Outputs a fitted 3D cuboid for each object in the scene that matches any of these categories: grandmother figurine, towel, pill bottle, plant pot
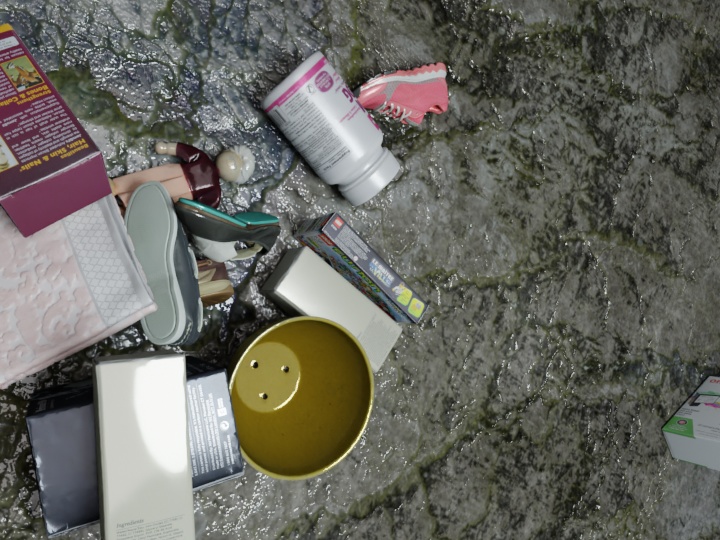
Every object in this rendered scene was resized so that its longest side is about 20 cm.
[{"bbox_3d":[-0.230,-0.115,0.789,0.198,0.060,0.123,-26,109,-23],"label":"grandmother figurine"},{"bbox_3d":[-0.349,0.000,0.669,0.189,0.032,0.201,-26,72,-10],"label":"towel"},{"bbox_3d":[-0.039,-0.199,0.860,0.114,0.113,0.200,-48,110,-20],"label":"pill bottle"},{"bbox_3d":[-0.101,0.155,0.795,0.198,0.141,0.203,-1,92,-29],"label":"plant pot"}]

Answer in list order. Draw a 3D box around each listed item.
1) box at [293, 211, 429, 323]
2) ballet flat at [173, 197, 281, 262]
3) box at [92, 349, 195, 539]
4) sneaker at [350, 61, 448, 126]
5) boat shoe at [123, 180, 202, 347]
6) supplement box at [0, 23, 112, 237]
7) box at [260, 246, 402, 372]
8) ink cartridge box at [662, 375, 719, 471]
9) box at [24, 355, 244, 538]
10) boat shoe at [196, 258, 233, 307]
[{"bbox_3d":[0.000,0.000,0.876,0.200,0.110,0.035,44,70,-19],"label":"box"},{"bbox_3d":[-0.167,-0.045,0.770,0.199,0.067,0.069,4,106,-64],"label":"ballet flat"},{"bbox_3d":[-0.204,0.180,0.560,0.081,0.068,0.203,-1,88,-28],"label":"box"},{"bbox_3d":[0.066,-0.268,0.941,0.198,0.073,0.088,-21,99,-27],"label":"sneaker"},{"bbox_3d":[-0.234,-0.007,0.717,0.075,0.060,0.203,-12,75,15],"label":"boat shoe"},{"bbox_3d":[-0.377,-0.154,0.654,0.110,0.086,0.201,-33,77,-24],"label":"supplement box"},{"bbox_3d":[-0.040,0.059,0.867,0.200,0.068,0.083,42,71,-20],"label":"box"},{"bbox_3d":[0.757,0.316,1.244,0.199,0.144,0.085,-33,103,-24],"label":"ink cartridge box"},{"bbox_3d":[-0.260,0.183,0.682,0.194,0.199,0.126,-12,92,-28],"label":"box"},{"bbox_3d":[-0.265,0.017,0.765,0.197,0.072,0.073,-9,75,-25],"label":"boat shoe"}]
